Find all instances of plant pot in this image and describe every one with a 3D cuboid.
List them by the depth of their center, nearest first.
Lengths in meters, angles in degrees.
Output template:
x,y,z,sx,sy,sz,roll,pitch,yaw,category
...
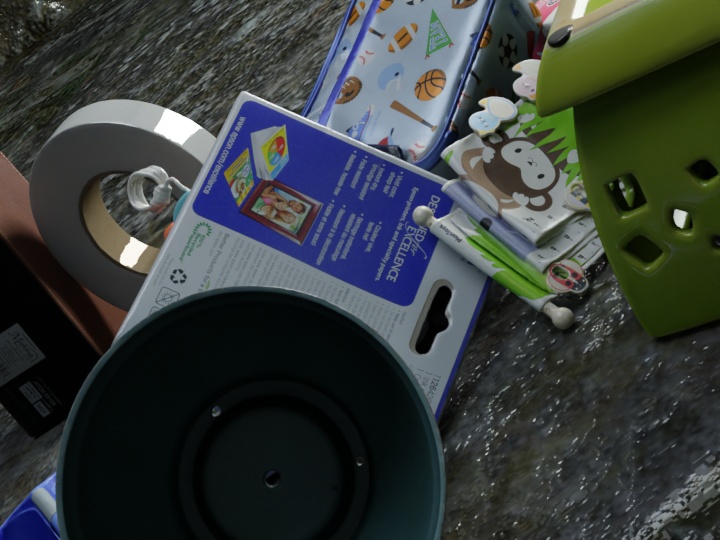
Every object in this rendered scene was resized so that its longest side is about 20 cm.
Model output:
x,y,z,sx,sy,sz,roll,pitch,yaw,category
-0.052,0.115,0.904,0.200,0.201,0.134,-38,-6,-1,plant pot
0.212,-0.113,0.921,0.198,0.182,0.201,-22,27,32,plant pot

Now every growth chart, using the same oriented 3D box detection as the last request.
x,y,z,sx,sy,sz,roll,pitch,yaw,category
0.124,-0.065,1.073,0.144,0.018,0.200,32,61,19,growth chart

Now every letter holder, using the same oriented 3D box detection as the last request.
x,y,z,sx,sy,sz,roll,pitch,yaw,category
-0.298,0.014,1.443,0.100,0.201,0.142,-32,21,13,letter holder

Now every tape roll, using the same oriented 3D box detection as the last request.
x,y,z,sx,sy,sz,roll,pitch,yaw,category
-0.175,-0.047,1.373,0.202,0.203,0.037,-22,26,35,tape roll

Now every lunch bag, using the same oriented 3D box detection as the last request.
x,y,z,sx,sy,sz,roll,pitch,yaw,category
0.033,-0.130,1.204,0.159,0.076,0.201,7,63,39,lunch bag

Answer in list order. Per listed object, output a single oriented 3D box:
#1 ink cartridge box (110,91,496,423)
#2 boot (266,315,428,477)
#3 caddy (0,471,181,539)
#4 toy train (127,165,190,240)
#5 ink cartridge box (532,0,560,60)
x,y,z,sx,sy,sz,roll,pitch,yaw,category
-0.025,0.009,1.047,0.047,0.198,0.199,114,180,-61,ink cartridge box
-0.054,0.058,1.110,0.200,0.096,0.073,-41,21,-9,boot
-0.164,0.176,1.031,0.141,0.105,0.200,-43,22,-12,caddy
-0.135,0.027,1.217,0.149,0.203,0.055,3,7,28,toy train
0.223,-0.188,1.186,0.145,0.085,0.200,-44,21,-15,ink cartridge box
